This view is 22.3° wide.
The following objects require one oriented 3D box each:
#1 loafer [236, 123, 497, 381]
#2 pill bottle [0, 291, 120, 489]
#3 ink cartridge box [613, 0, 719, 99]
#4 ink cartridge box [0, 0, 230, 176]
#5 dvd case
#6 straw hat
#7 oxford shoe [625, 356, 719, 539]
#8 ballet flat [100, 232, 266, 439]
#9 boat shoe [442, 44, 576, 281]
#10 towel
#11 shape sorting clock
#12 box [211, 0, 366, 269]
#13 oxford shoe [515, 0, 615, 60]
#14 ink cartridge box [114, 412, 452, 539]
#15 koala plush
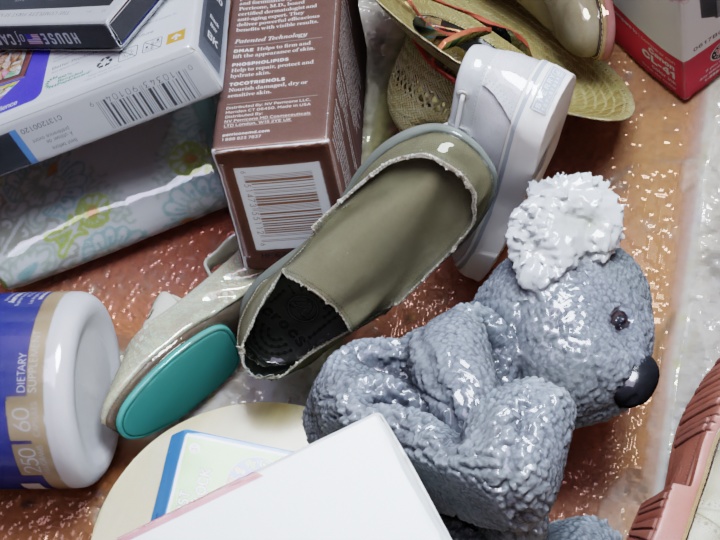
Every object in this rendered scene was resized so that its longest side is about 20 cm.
[{"bbox_3d":[0.000,0.000,1.010,0.075,0.200,0.070,38,33,-10],"label":"loafer"},{"bbox_3d":[-0.250,0.072,1.082,0.199,0.116,0.116,-2,65,9],"label":"pill bottle"},{"bbox_3d":[0.219,-0.218,1.091,0.147,0.200,0.086,-37,64,-8],"label":"ink cartridge box"},{"bbox_3d":[-0.173,-0.146,1.122,0.197,0.043,0.201,-19,39,16],"label":"ink cartridge box"},{"bbox_3d":[-0.145,-0.207,1.119,0.150,0.025,0.200,5,48,40],"label":"dvd case"},{"bbox_3d":[0.063,-0.114,1.129,0.201,0.201,0.085,40,116,23],"label":"straw hat"},{"bbox_3d":[0.214,0.108,1.025,0.074,0.071,0.201,30,76,-1],"label":"oxford shoe"},{"bbox_3d":[-0.088,0.025,1.111,0.200,0.068,0.062,-38,55,-20],"label":"ballet flat"},{"bbox_3d":[0.067,-0.060,1.040,0.068,0.200,0.072,28,70,7],"label":"boat shoe"},{"bbox_3d":[-0.177,-0.101,1.191,0.170,0.048,0.201,-23,64,2],"label":"towel"},{"bbox_3d":[-0.057,0.172,1.044,0.199,0.039,0.201,1,68,-3],"label":"shape sorting clock"},{"bbox_3d":[-0.039,-0.107,1.108,0.074,0.100,0.201,-4,45,9],"label":"box"},{"bbox_3d":[0.094,-0.193,1.159,0.074,0.071,0.200,-15,45,-19],"label":"oxford shoe"},{"bbox_3d":[-0.038,0.167,0.920,0.145,0.200,0.084,-26,69,-13],"label":"ink cartridge box"},{"bbox_3d":[0.087,0.054,0.996,0.183,0.178,0.200,24,65,35],"label":"koala plush"}]
